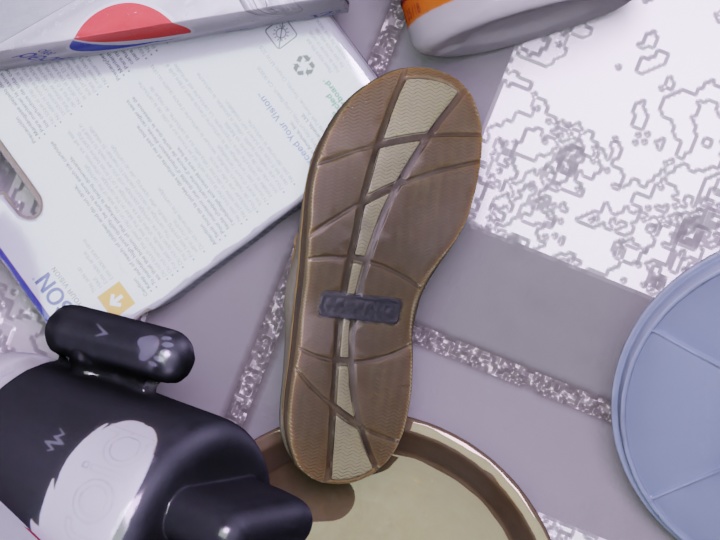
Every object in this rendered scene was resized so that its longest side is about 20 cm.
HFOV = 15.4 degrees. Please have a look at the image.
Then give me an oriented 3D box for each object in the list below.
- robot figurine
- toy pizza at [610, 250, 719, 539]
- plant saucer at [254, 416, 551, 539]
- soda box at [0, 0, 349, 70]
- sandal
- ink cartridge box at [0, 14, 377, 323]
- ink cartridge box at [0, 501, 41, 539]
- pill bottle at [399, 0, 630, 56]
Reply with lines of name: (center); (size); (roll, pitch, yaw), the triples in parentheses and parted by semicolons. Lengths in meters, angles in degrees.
robot figurine: (-0.121, 0.111, 1.232); (0.200, 0.125, 0.150); (17, 62, 31)
toy pizza: (0.216, 0.064, 1.231); (0.200, 0.032, 0.200); (5, 121, 8)
plant saucer: (0.000, 0.167, 1.283); (0.200, 0.029, 0.200); (0, 88, 6)
soda box: (-0.109, -0.140, 1.247); (0.200, 0.063, 0.068); (-8, 88, 4)
sandal: (0.000, 0.000, 1.261); (0.080, 0.054, 0.200); (11, 94, -18)
ink cartridge box: (-0.112, -0.091, 1.298); (0.200, 0.043, 0.196); (-36, 86, 3)
ink cartridge box: (-0.222, 0.195, 1.122); (0.145, 0.145, 0.200); (41, 107, 7)
pill bottle: (0.053, -0.210, 1.251); (0.114, 0.114, 0.200); (-16, 86, 5)
